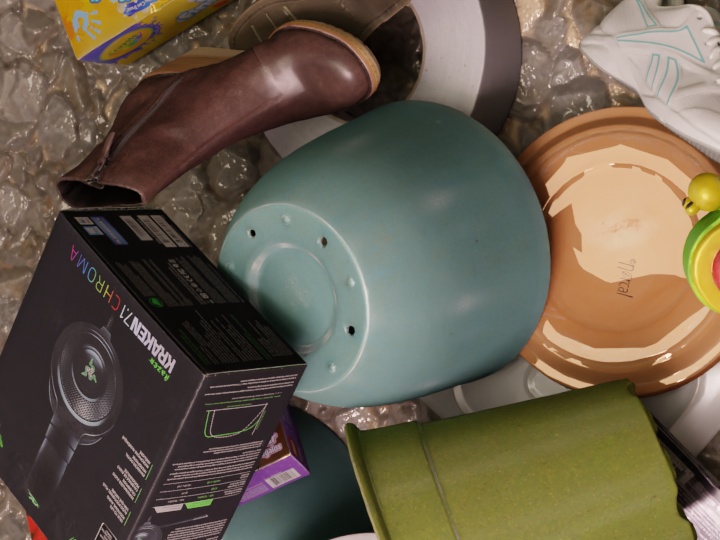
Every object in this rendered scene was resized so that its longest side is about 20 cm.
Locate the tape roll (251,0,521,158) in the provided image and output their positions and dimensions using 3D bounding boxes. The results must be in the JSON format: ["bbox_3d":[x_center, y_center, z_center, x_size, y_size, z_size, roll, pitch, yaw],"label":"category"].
[{"bbox_3d":[0.014,-0.157,1.536,0.199,0.066,0.202,2,94,27],"label":"tape roll"}]

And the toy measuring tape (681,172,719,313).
[{"bbox_3d":[0.264,0.024,1.382,0.073,0.074,0.201,-28,105,26],"label":"toy measuring tape"}]

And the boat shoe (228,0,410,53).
[{"bbox_3d":[-0.011,-0.193,1.476,0.199,0.068,0.072,-22,118,44],"label":"boat shoe"}]

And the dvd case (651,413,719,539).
[{"bbox_3d":[0.183,0.216,1.473,0.149,0.016,0.200,45,111,3],"label":"dvd case"}]

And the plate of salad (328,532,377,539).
[{"bbox_3d":[-0.011,0.277,1.507,0.048,0.199,0.201,46,116,54],"label":"plate of salad"}]

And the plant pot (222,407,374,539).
[{"bbox_3d":[-0.109,0.204,1.565,0.199,0.161,0.203,1,93,27],"label":"plant pot"}]

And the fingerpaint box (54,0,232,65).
[{"bbox_3d":[-0.151,-0.275,1.614,0.199,0.073,0.168,-28,79,27],"label":"fingerpaint box"}]

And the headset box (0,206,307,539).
[{"bbox_3d":[-0.152,0.090,1.377,0.174,0.092,0.201,46,122,33],"label":"headset box"}]

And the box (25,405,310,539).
[{"bbox_3d":[-0.145,0.117,1.483,0.199,0.039,0.138,-25,57,9],"label":"box"}]

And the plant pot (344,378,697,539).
[{"bbox_3d":[0.112,0.160,1.384,0.189,0.200,0.201,-21,82,1],"label":"plant pot"}]

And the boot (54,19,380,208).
[{"bbox_3d":[-0.096,-0.095,1.446,0.199,0.167,0.073,1,130,42],"label":"boot"}]

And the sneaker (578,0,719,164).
[{"bbox_3d":[0.220,-0.130,1.396,0.080,0.070,0.200,-51,44,11],"label":"sneaker"}]

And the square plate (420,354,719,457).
[{"bbox_3d":[0.153,0.075,1.494,0.200,0.028,0.199,44,111,19],"label":"square plate"}]

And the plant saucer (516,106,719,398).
[{"bbox_3d":[0.177,-0.014,1.449,0.199,0.032,0.202,-3,82,19],"label":"plant saucer"}]

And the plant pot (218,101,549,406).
[{"bbox_3d":[0.000,0.000,1.419,0.199,0.161,0.202,12,110,35],"label":"plant pot"}]
